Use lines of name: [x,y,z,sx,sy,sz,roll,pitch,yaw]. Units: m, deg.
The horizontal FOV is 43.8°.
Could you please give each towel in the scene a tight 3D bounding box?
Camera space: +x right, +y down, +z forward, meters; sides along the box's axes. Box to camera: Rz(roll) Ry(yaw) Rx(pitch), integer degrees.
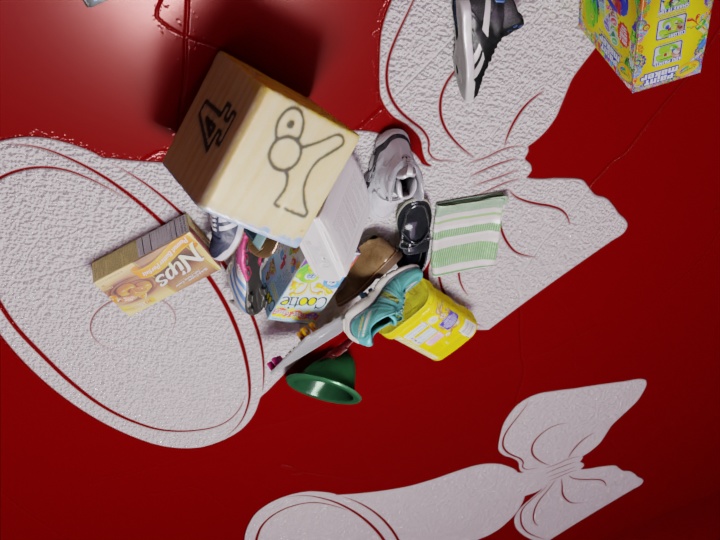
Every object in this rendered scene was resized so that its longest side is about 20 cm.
towel: [0.218,-0.070,1.817,0.152,0.023,0.201,-11,138,-11]

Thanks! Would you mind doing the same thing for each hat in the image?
hat: [-0.049,0.187,1.987,0.199,0.177,0.166,4,155,27]

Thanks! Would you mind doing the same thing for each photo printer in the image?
photo printer: [-0.046,-0.109,1.540,0.069,0.201,0.167,2,141,23]

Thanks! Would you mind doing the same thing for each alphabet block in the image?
alphabet block: [-0.154,-0.184,1.365,0.195,0.196,0.201,23,103,-40]

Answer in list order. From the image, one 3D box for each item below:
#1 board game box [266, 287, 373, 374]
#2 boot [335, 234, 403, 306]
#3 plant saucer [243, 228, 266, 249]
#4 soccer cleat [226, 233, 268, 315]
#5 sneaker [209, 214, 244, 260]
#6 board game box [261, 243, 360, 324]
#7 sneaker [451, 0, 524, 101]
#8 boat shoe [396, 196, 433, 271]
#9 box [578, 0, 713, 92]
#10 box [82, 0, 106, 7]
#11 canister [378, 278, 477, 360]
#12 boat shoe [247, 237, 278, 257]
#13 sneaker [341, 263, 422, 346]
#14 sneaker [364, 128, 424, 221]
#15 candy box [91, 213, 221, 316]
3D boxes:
board game box: [-0.077,0.120,1.786,0.199,0.026,0.200,-30,170,-37]
boot: [0.000,0.000,1.782,0.075,0.074,0.200,44,131,-3]
plant saucer: [-0.138,-0.135,1.495,0.019,0.070,0.201,23,102,-30]
soccer cleat: [-0.219,-0.011,1.663,0.070,0.086,0.201,-24,127,-45]
sneaker: [-0.244,-0.110,1.536,0.108,0.070,0.201,10,121,-37]
board game box: [-0.100,-0.005,1.689,0.103,0.105,0.200,10,131,-32]
sneaker: [0.211,-0.368,1.453,0.111,0.073,0.201,-15,137,-5]
boat shoe: [0.106,-0.063,1.748,0.074,0.062,0.201,-8,136,-13]
box: [0.440,-0.424,1.393,0.121,0.201,0.193,-17,138,-4]
box: [-0.305,-0.453,1.164,0.199,0.044,0.161,-22,140,1]
canister: [0.143,0.109,1.931,0.148,0.087,0.200,-39,138,19]
boat shoe: [-0.143,-0.121,1.568,0.073,0.063,0.201,27,103,-5]
sneaker: [0.055,0.069,1.724,0.200,0.080,0.078,-44,151,-18]
sneaker: [0.056,-0.142,1.599,0.075,0.115,0.201,-5,137,-18]
candy box: [-0.365,-0.008,1.610,0.199,0.055,0.116,-27,139,6]
